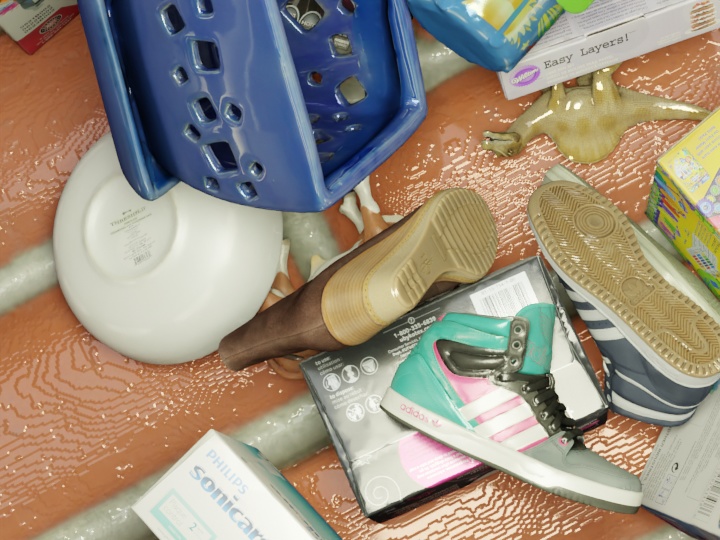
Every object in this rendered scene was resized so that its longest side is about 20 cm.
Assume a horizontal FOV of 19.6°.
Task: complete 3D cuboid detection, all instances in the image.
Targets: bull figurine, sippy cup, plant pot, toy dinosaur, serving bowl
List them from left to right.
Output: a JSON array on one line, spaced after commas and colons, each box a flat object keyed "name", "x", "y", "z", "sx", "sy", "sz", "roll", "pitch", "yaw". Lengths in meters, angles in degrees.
[{"name": "serving bowl", "x": -0.162, "y": -0.029, "z": 1.621, "sx": 0.199, "sy": 0.066, "sz": 0.202, "roll": -4, "pitch": 81, "yaw": 25}, {"name": "plant pot", "x": -0.083, "y": -0.162, "z": 1.509, "sx": 0.179, "sy": 0.200, "sz": 0.201, "roll": -2, "pitch": 114, "yaw": 27}, {"name": "bull figurine", "x": 0.000, "y": 0.000, "z": 1.632, "sx": 0.199, "sy": 0.065, "sz": 0.122, "roll": -33, "pitch": 75, "yaw": -2}, {"name": "sippy cup", "x": 0.105, "y": -0.223, "z": 1.531, "sx": 0.139, "sy": 0.178, "sz": 0.131, "roll": 34, "pitch": 82, "yaw": 1}, {"name": "toy dinosaur", "x": 0.188, "y": -0.137, "z": 1.648, "sx": 0.198, "sy": 0.058, "sz": 0.102, "roll": -8, "pitch": 93, "yaw": -2}]

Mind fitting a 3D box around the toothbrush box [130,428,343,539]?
[{"name": "toothbrush box", "x": -0.073, "y": 0.203, "z": 1.537, "sx": 0.085, "sy": 0.200, "sz": 0.146, "roll": -44, "pitch": 80, "yaw": -2}]

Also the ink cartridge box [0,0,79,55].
[{"name": "ink cartridge box", "x": -0.274, "y": -0.289, "z": 1.636, "sx": 0.145, "sy": 0.200, "sz": 0.145, "roll": -40, "pitch": 79, "yaw": -1}]

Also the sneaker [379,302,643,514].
[{"name": "sneaker", "x": 0.125, "y": 0.085, "z": 1.483, "sx": 0.199, "sy": 0.084, "sz": 0.122, "roll": 24, "pitch": 92, "yaw": 10}]

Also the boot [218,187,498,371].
[{"name": "boot", "x": 0.000, "y": 0.006, "z": 1.547, "sx": 0.166, "sy": 0.200, "sz": 0.073, "roll": -19, "pitch": 100, "yaw": 34}]

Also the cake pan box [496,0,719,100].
[{"name": "cake pan box", "x": 0.170, "y": -0.240, "z": 1.625, "sx": 0.199, "sy": 0.052, "sz": 0.185, "roll": -20, "pitch": 53, "yaw": 2}]

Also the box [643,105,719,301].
[{"name": "box", "x": 0.318, "y": -0.026, "z": 1.533, "sx": 0.122, "sy": 0.200, "sz": 0.193, "roll": -39, "pitch": 80, "yaw": -2}]

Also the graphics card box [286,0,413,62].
[{"name": "graphics card box", "x": 0.002, "y": -0.258, "z": 1.655, "sx": 0.125, "sy": 0.051, "sz": 0.201, "roll": 21, "pitch": 84, "yaw": 37}]

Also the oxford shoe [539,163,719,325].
[{"name": "oxford shoe", "x": 0.210, "y": -0.001, "z": 1.608, "sx": 0.200, "sy": 0.075, "sz": 0.058, "roll": 41, "pitch": 98, "yaw": 12}]

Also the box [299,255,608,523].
[{"name": "box", "x": 0.072, "y": 0.092, "z": 1.584, "sx": 0.199, "sy": 0.115, "sz": 0.133, "roll": -24, "pitch": 78, "yaw": 0}]

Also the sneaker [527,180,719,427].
[{"name": "sneaker", "x": 0.188, "y": 0.031, "z": 1.553, "sx": 0.070, "sy": 0.109, "sz": 0.200, "roll": -30, "pitch": 64, "yaw": -22}]

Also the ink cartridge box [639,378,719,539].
[{"name": "ink cartridge box", "x": 0.297, "y": 0.142, "z": 1.506, "sx": 0.076, "sy": 0.200, "sz": 0.137, "roll": 28, "pitch": 85, "yaw": -22}]
